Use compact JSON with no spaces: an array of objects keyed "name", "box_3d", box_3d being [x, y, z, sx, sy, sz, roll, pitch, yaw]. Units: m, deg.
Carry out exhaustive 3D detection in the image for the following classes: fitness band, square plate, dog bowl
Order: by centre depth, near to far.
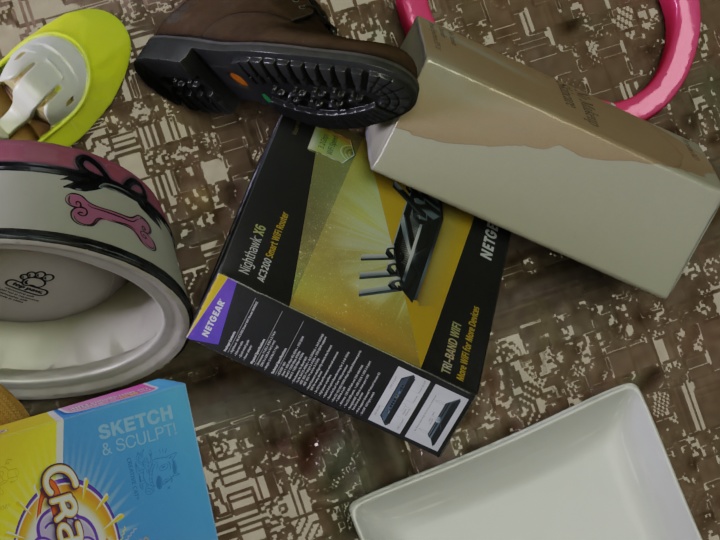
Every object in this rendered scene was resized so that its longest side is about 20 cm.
[{"name":"dog bowl","box_3d":[-0.193,-0.001,1.221,0.199,0.200,0.074,4,61,-9]},{"name":"square plate","box_3d":[0.117,0.196,1.322,0.197,0.028,0.201,-22,85,-13]},{"name":"fitness band","box_3d":[0.118,-0.164,1.376,0.199,0.037,0.144,15,79,-9]}]

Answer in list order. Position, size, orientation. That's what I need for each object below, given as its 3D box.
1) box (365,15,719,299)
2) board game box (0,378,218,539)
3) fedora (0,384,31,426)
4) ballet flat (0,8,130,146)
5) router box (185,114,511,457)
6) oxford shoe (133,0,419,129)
[{"name":"box","box_3d":[0.108,-0.068,1.309,0.199,0.095,0.078,23,110,-13]},{"name":"board game box","box_3d":[-0.176,0.158,1.193,0.199,0.040,0.154,-16,98,-28]},{"name":"fedora","box_3d":[-0.263,0.140,1.236,0.199,0.082,0.202,0,89,-14]},{"name":"ballet flat","box_3d":[-0.211,-0.087,1.289,0.200,0.067,0.067,-42,88,-14]},{"name":"router box","box_3d":[0.000,0.000,1.259,0.157,0.052,0.200,25,33,-6]},{"name":"oxford shoe","box_3d":[-0.042,-0.136,1.279,0.199,0.073,0.085,14,65,36]}]
